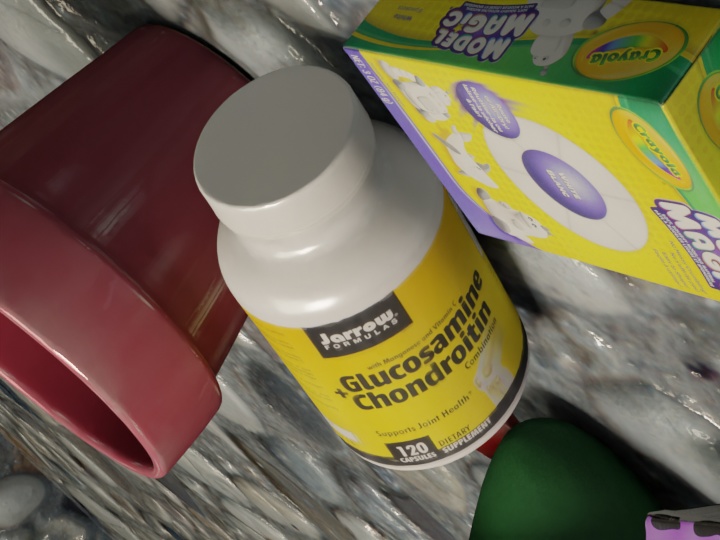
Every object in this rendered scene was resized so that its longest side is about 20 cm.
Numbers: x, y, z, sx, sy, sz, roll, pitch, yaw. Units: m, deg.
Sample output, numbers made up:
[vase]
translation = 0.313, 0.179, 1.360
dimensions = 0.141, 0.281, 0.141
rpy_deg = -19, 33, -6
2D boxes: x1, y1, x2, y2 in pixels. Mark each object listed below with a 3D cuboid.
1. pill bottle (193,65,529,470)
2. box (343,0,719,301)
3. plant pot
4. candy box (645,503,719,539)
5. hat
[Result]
[pill bottle]
translation = 0.000, 0.000, 0.862
dimensions = 0.111, 0.112, 0.200
rpy_deg = 24, 158, 40
[box]
translation = 0.093, -0.046, 0.664
dimensions = 0.199, 0.049, 0.118
rpy_deg = 15, 152, 50
[plant pot]
translation = -0.125, -0.021, 0.957
dimensions = 0.199, 0.179, 0.200
rpy_deg = 35, 162, 13
[candy box]
translation = 0.214, 0.196, 0.824
dimensions = 0.071, 0.170, 0.200
rpy_deg = -4, 178, -22
[hat]
translation = 0.115, 0.090, 1.020
dimensions = 0.198, 0.178, 0.165
rpy_deg = 4, 173, -23
